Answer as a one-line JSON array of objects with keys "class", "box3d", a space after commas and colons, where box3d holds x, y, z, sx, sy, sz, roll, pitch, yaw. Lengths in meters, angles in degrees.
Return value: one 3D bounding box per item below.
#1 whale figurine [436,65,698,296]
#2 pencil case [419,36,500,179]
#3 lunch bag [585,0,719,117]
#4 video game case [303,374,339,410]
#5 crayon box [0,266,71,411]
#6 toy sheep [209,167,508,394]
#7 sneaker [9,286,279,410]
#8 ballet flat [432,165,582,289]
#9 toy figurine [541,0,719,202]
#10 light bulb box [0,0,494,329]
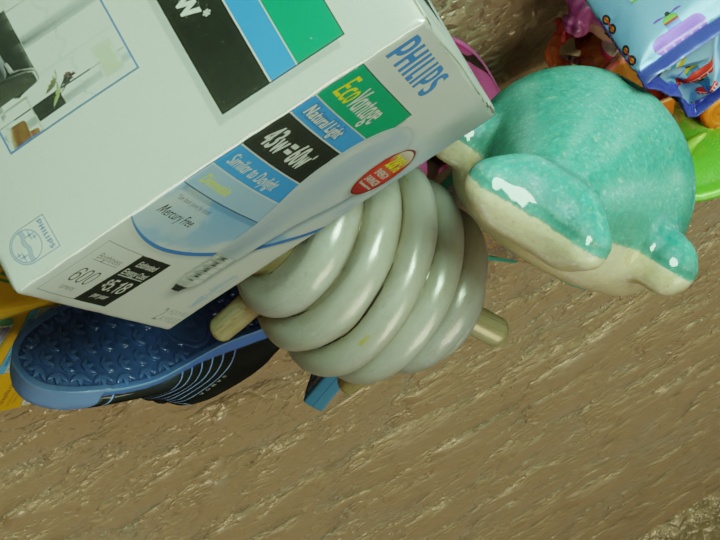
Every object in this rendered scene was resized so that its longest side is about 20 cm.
[{"class": "whale figurine", "box3d": [0.110, -0.051, 0.891, 0.104, 0.158, 0.200, -59, 170, 11]}, {"class": "pencil case", "box3d": [0.011, -0.051, 1.094, 0.090, 0.094, 0.200, -5, 147, -47]}, {"class": "lunch bag", "box3d": [0.202, -0.206, 0.918, 0.200, 0.151, 0.094, -37, 158, 19]}, {"class": "video game case", "box3d": [0.028, -0.010, 1.182, 0.018, 0.144, 0.200, 29, 133, -12]}, {"class": "crayon box", "box3d": [-0.216, 0.035, 1.049, 0.199, 0.052, 0.126, -12, 152, -40]}, {"class": "toy sheep", "box3d": [0.000, 0.000, 0.944, 0.199, 0.139, 0.138, 21, 130, -34]}, {"class": "sneaker", "box3d": [-0.124, 0.054, 1.046, 0.199, 0.070, 0.078, -14, 148, -36]}, {"class": "ballet flat", "box3d": [0.110, -0.033, 1.060, 0.199, 0.068, 0.068, 10, 118, -54]}, {"class": "toy figurine", "box3d": [0.173, -0.147, 1.075, 0.198, 0.151, 0.185, -18, 145, -4]}, {"class": "light bulb box", "box3d": [-0.064, -0.084, 0.779, 0.199, 0.125, 0.198, -33, 168, 8]}]
